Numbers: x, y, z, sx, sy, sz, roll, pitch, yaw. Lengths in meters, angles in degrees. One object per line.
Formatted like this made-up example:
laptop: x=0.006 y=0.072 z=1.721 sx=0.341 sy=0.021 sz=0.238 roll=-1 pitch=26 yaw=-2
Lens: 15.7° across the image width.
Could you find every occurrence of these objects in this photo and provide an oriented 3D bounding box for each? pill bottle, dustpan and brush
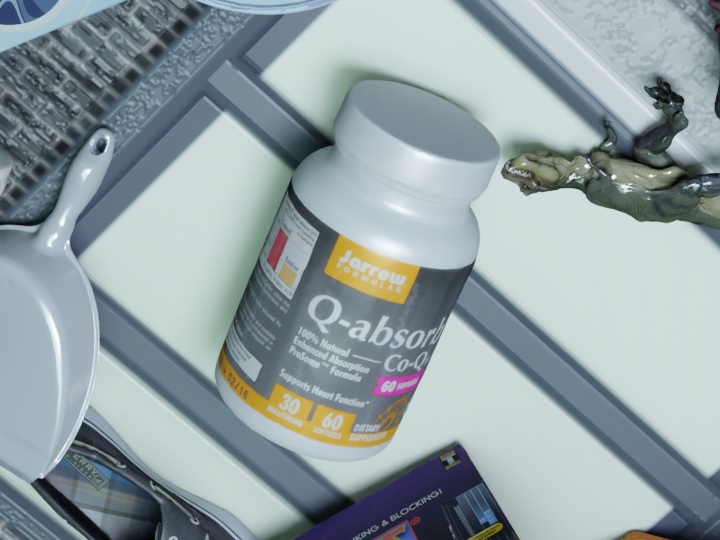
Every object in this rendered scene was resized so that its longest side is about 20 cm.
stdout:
pill bottle: x=0.000 y=0.000 z=1.503 sx=0.116 sy=0.116 sz=0.201 roll=20 pitch=114 yaw=-8
dustpan and brush: x=-0.197 y=0.006 z=1.542 sx=0.139 sy=0.057 sz=0.201 roll=32 pitch=114 yaw=10

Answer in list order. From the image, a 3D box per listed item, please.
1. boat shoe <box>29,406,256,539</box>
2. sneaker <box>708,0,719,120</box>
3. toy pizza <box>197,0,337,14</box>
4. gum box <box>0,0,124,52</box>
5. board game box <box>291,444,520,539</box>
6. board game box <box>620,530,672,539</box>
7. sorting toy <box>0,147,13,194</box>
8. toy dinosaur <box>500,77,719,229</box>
boat shoe: x=-0.133 y=0.158 z=1.606 sx=0.070 sy=0.066 sz=0.200 roll=-38 pitch=109 yaw=17
sneaker: x=0.194 y=-0.184 z=1.446 sx=0.115 sy=0.076 sz=0.201 roll=13 pitch=104 yaw=0
toy pizza: x=-0.054 y=-0.239 z=1.439 sx=0.199 sy=0.032 sz=0.201 roll=1 pitch=115 yaw=2
gum box: x=-0.209 y=-0.208 z=1.428 sx=0.199 sy=0.045 sz=0.170 roll=-19 pitch=115 yaw=23
board game box: x=0.009 y=0.210 z=1.549 sx=0.199 sy=0.165 sz=0.057 roll=-30 pitch=123 yaw=-2
board game box: x=0.199 y=0.306 z=1.554 sx=0.199 sy=0.200 sz=0.201 roll=11 pitch=124 yaw=42
sorting toy: x=-0.285 y=-0.067 z=1.462 sx=0.179 sy=0.200 sz=0.107 roll=11 pitch=83 yaw=-10
toy dinosaur: x=0.184 y=-0.055 z=1.515 sx=0.199 sy=0.048 sz=0.088 roll=20 pitch=128 yaw=-9
